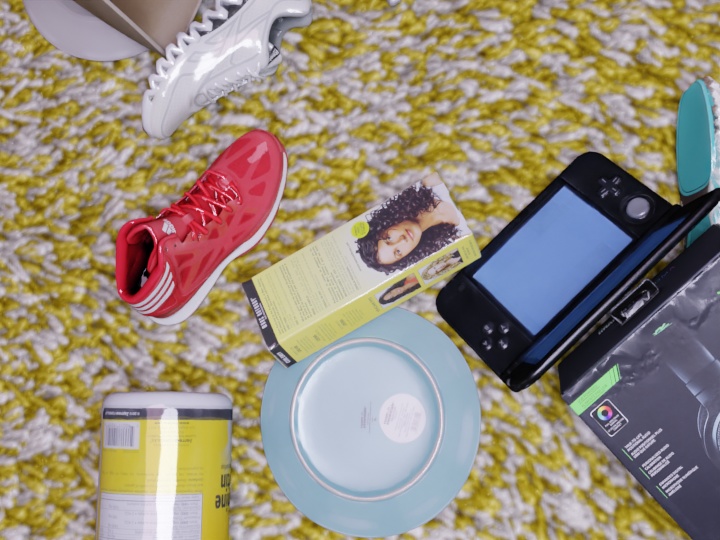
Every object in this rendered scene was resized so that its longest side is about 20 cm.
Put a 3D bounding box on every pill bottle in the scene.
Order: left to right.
[{"bbox_3d":[-0.164,0.204,0.774,0.110,0.112,0.204,0,82,8],"label":"pill bottle"}]

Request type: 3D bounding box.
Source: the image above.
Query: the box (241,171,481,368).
[{"bbox_3d":[0.000,0.000,0.804,0.198,0.050,0.076,-31,60,3],"label":"box"}]

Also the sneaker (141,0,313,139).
[{"bbox_3d":[-0.123,-0.195,0.852,0.081,0.075,0.201,40,89,3],"label":"sneaker"}]

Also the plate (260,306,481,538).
[{"bbox_3d":[0.006,0.128,0.806,0.196,0.026,0.204,-1,81,8],"label":"plate"}]

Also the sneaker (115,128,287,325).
[{"bbox_3d":[-0.137,-0.044,0.805,0.078,0.116,0.202,30,87,11],"label":"sneaker"}]

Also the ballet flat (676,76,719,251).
[{"bbox_3d":[0.303,-0.057,0.778,0.070,0.072,0.204,0,87,8],"label":"ballet flat"}]

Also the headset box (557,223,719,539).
[{"bbox_3d":[0.270,0.089,0.704,0.174,0.093,0.200,-43,90,14],"label":"headset box"}]

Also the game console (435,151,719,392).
[{"bbox_3d":[0.158,-0.011,0.729,0.200,0.116,0.176,-43,51,0],"label":"game console"}]

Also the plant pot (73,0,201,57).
[{"bbox_3d":[-0.238,-0.337,0.808,0.175,0.200,0.202,22,84,22],"label":"plant pot"}]

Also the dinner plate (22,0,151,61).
[{"bbox_3d":[-0.245,-0.304,0.907,0.196,0.024,0.204,-1,82,7],"label":"dinner plate"}]

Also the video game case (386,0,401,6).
[{"bbox_3d":[0.060,-0.377,0.850,0.199,0.023,0.184,-34,95,1],"label":"video game case"}]
